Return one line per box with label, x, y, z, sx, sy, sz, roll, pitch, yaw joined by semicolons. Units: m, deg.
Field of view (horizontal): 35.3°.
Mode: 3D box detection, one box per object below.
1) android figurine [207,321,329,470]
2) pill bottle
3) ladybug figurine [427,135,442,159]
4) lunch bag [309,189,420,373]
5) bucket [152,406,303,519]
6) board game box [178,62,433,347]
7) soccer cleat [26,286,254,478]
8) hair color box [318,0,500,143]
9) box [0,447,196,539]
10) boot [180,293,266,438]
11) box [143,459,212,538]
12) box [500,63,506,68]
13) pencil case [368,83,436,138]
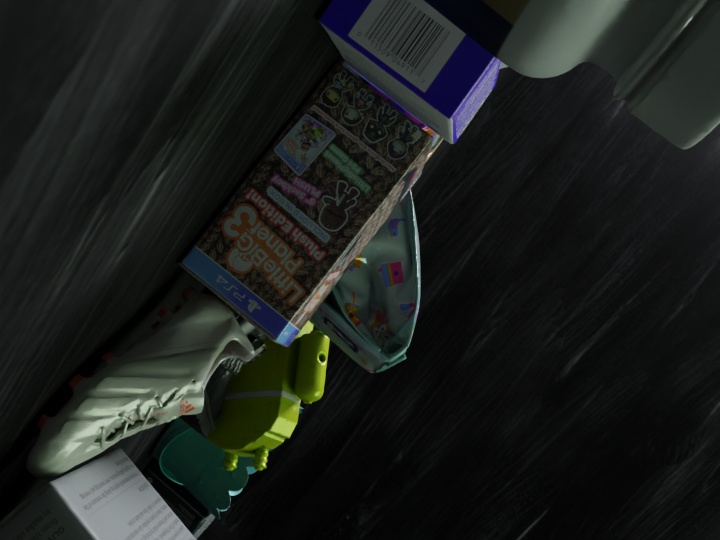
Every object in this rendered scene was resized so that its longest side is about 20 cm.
android figurine;-0.109;0.113;1.205;0.181;0.041;0.202;-11;-116;39
pill bottle;0.061;-0.139;0.386;0.120;0.199;0.120;-51;177;-4
ladybug figurine;0.074;-0.187;1.306;0.201;0.072;0.136;-55;177;32
lunch bag;0.000;0.000;1.096;0.120;0.202;0.170;-10;171;-8
bucket;-0.193;0.237;1.621;0.208;0.134;0.207;-53;177;-4
board game box;-0.041;-0.046;0.935;0.201;0.097;0.159;-52;177;-4
soccer cleat;-0.160;0.092;0.845;0.200;0.077;0.069;-43;173;-35
hair color box;0.040;-0.153;0.806;0.065;0.109;0.200;-53;178;3
box;-0.227;0.273;0.866;0.200;0.172;0.199;-41;178;1
boot;-0.135;0.078;1.136;0.158;0.079;0.211;-51;177;-20
box;-0.282;0.357;1.794;0.199;0.123;0.200;-55;174;32
box;0.147;-0.242;1.103;0.198;0.042;0.156;-16;169;-10
pencil case;0.037;-0.145;1.134;0.089;0.088;0.200;-51;176;-14
